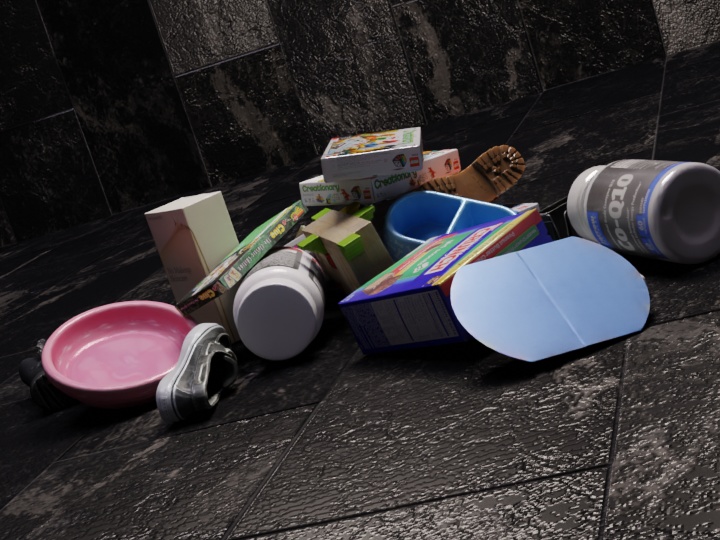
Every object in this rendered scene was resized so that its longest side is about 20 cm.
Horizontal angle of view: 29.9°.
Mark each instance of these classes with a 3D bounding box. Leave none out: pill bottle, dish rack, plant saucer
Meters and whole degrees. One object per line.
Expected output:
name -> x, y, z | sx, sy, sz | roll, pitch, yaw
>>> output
pill bottle -> -0.101, 0.042, 1.700 | 0.114, 0.114, 0.200 | -17, 11, 4
dish rack -> 0.348, -0.081, 1.748 | 0.200, 0.055, 0.153 | -6, 17, 47
pill bottle -> 0.330, -0.071, 1.559 | 0.114, 0.114, 0.200 | -22, 13, -19
plant saucer -> -0.298, 0.111, 1.700 | 0.200, 0.051, 0.201 | -2, 31, 1

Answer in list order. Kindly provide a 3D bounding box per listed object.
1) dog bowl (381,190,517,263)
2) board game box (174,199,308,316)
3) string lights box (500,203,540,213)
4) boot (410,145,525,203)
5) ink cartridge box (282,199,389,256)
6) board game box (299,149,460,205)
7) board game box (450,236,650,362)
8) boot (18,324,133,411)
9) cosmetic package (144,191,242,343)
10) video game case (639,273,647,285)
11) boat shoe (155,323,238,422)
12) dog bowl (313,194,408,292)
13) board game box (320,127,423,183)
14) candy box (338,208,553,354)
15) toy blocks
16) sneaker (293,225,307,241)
dog bowl -> 0.120, -0.045, 1.702 | 0.200, 0.050, 0.112 | 14, 51, 21
board game box -> -0.154, -0.017, 1.761 | 0.105, 0.023, 0.200 | -32, 12, 45
string lights box -> 0.140, -0.030, 1.808 | 0.200, 0.059, 0.103 | -22, 9, -20
boot -> 0.128, -0.090, 1.839 | 0.200, 0.075, 0.107 | -29, -8, -23
ink cartridge box -> -0.050, -0.044, 1.953 | 0.200, 0.037, 0.095 | -33, -12, 17
board game box -> 0.029, -0.128, 1.849 | 0.126, 0.035, 0.200 | -1, 15, 40
board game box -> 0.193, 0.041, 1.371 | 0.200, 0.039, 0.158 | -15, 42, -14
boot -> -0.371, 0.116, 1.854 | 0.200, 0.076, 0.168 | -27, 17, -13
cosmetic package -> -0.213, -0.001, 1.858 | 0.073, 0.200, 0.103 | -28, 14, -37
video game case -> 0.213, 0.024, 1.527 | 0.182, 0.023, 0.200 | -18, 11, 0
boat shoe -> -0.177, 0.121, 1.587 | 0.071, 0.072, 0.200 | -6, 24, 13
dog bowl -> 0.007, -0.033, 1.885 | 0.200, 0.059, 0.200 | -27, -9, -5
board game box -> 0.019, -0.153, 1.767 | 0.126, 0.035, 0.200 | -7, 12, 4
candy box -> 0.098, 0.016, 1.512 | 0.169, 0.077, 0.200 | -35, 13, -33
toy blocks -> 0.000, 0.000, 1.708 | 0.100, 0.137, 0.200 | -33, 17, -12
sneaker -> -0.084, -0.025, 2.056 | 0.200, 0.090, 0.067 | -17, 11, 5
